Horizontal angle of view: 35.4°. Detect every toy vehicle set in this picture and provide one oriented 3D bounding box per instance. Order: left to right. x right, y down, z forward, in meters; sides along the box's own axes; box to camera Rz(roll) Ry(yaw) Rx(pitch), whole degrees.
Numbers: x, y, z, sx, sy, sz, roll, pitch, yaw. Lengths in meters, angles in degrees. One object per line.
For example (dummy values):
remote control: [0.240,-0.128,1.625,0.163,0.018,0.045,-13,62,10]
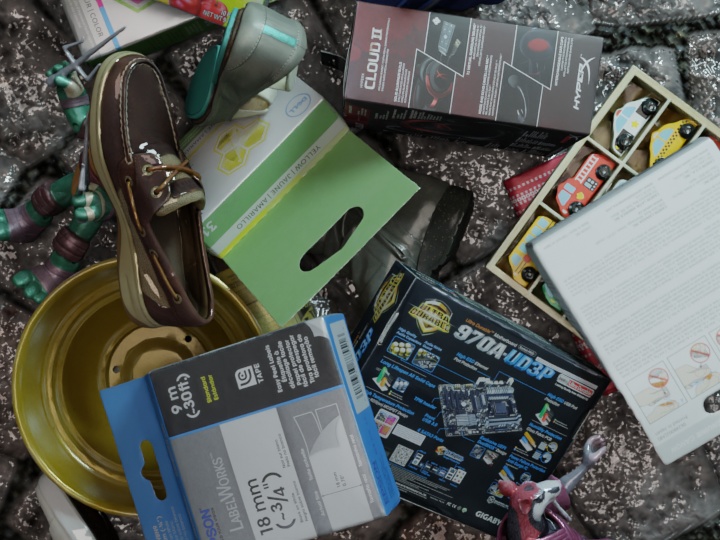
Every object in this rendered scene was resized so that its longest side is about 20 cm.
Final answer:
toy vehicle set: [0.207,-0.046,0.907,0.124,0.027,0.200,36,92,2]

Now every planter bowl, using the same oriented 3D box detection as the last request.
planter bowl: [-0.165,0.087,0.896,0.200,0.083,0.201,0,92,0]

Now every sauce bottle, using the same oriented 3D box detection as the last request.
sauce bottle: [-0.057,0.064,0.909,0.065,0.065,0.200,-24,93,0]

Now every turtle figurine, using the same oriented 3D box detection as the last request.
turtle figurine: [-0.205,-0.076,0.864,0.101,0.150,0.200,23,119,-39]

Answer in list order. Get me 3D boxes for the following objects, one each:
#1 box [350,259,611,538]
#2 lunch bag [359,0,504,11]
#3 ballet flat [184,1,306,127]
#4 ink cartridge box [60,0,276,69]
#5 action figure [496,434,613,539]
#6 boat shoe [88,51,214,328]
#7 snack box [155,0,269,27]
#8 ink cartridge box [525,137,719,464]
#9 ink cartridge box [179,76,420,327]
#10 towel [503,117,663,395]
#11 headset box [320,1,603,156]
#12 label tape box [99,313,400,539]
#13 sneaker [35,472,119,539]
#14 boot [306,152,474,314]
box: [0.073,0.106,0.873,0.200,0.046,0.159,27,98,-24]
lunch bag: [0.054,-0.267,0.843,0.132,0.200,0.136,-13,89,-19]
ballet flat: [-0.085,-0.139,0.828,0.064,0.200,0.067,17,80,-15]
ink cartridge box: [-0.142,-0.245,0.903,0.200,0.059,0.104,-21,91,0]
action figure: [0.153,0.226,0.880,0.149,0.134,0.200,-29,118,23]
boat shoe: [-0.137,-0.055,0.798,0.072,0.072,0.200,3,102,36]
snack box: [-0.148,-0.275,0.827,0.200,0.053,0.142,20,108,-3]
ink cartridge box: [0.247,0.023,0.872,0.160,0.047,0.200,-31,92,2]
ink cartridge box: [-0.067,-0.067,0.851,0.146,0.200,0.048,-45,132,0]
towel: [0.222,-0.012,0.931,0.144,0.022,0.200,-25,89,2]
headset box: [0.068,-0.143,0.863,0.200,0.149,0.075,8,90,0]
label tape box: [-0.089,0.128,0.802,0.200,0.063,0.144,-18,88,11]
sneaker: [-0.223,0.258,0.903,0.085,0.073,0.200,-28,92,-3]
boot: [0.000,0.000,0.917,0.131,0.068,0.200,22,91,12]
